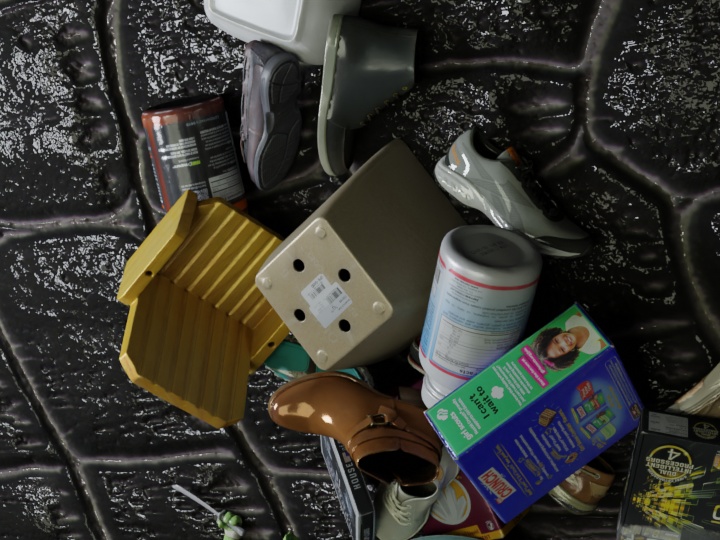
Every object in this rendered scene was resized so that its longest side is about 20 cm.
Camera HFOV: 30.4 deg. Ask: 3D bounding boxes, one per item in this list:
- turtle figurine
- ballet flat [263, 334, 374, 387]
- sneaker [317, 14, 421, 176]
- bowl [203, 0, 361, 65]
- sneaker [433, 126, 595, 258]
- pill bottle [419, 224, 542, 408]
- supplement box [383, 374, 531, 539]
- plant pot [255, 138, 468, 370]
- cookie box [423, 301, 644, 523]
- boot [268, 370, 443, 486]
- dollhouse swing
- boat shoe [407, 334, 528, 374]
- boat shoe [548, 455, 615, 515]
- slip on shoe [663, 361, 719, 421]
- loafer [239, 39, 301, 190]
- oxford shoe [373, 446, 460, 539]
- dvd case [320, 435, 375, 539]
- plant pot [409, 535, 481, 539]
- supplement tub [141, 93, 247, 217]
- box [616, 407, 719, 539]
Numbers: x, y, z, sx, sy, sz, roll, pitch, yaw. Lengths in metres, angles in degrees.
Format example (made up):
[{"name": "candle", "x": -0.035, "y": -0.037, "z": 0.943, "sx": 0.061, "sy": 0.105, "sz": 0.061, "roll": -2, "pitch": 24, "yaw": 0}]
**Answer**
[{"name": "turtle figurine", "x": -0.187, "y": 0.403, "z": 1.810, "sx": 0.193, "sy": 0.144, "sz": 0.201, "roll": -14, "pitch": 104, "yaw": 31}, {"name": "ballet flat", "x": -0.040, "y": 0.120, "z": 1.640, "sx": 0.200, "sy": 0.064, "sz": 0.076, "roll": 23, "pitch": 105, "yaw": 42}, {"name": "sneaker", "x": 0.010, "y": -0.189, "z": 1.510, "sx": 0.106, "sy": 0.075, "sz": 0.201, "roll": 9, "pitch": 128, "yaw": 6}, {"name": "bowl", "x": -0.098, "y": -0.342, "z": 1.520, "sx": 0.199, "sy": 0.075, "sz": 0.201, "roll": 25, "pitch": 121, "yaw": 23}, {"name": "sneaker", "x": 0.173, "y": -0.082, "z": 1.449, "sx": 0.200, "sy": 0.074, "sz": 0.080, "roll": 37, "pitch": 118, "yaw": 15}, {"name": "pill bottle", "x": 0.123, "y": 0.060, "z": 1.425, "sx": 0.108, "sy": 0.109, "sz": 0.201, "roll": 25, "pitch": 124, "yaw": 22}, {"name": "supplement box", "x": 0.107, "y": 0.225, "z": 1.594, "sx": 0.110, "sy": 0.086, "sz": 0.201, "roll": -23, "pitch": 94, "yaw": 36}, {"name": "plant pot", "x": 0.000, "y": 0.000, "z": 1.522, "sx": 0.200, "sy": 0.177, "sz": 0.200, "roll": -41, "pitch": 84, "yaw": 36}, {"name": "cookie box", "x": 0.190, "y": 0.155, "z": 1.413, "sx": 0.200, "sy": 0.171, "sz": 0.075, "roll": -36, "pitch": 49, "yaw": 0}, {"name": "boot", "x": -0.006, "y": 0.183, "z": 1.457, "sx": 0.199, "sy": 0.155, "sz": 0.077, "roll": 9, "pitch": 113, "yaw": -3}, {"name": "dollhouse swing", "x": -0.168, "y": 0.049, "z": 1.573, "sx": 0.200, "sy": 0.176, "sz": 0.182, "roll": 33, "pitch": 111, "yaw": -25}, {"name": "boat shoe", "x": 0.148, "y": 0.097, "z": 1.527, "sx": 0.199, "sy": 0.071, "sz": 0.063, "roll": 10, "pitch": 123, "yaw": 24}, {"name": "boat shoe", "x": 0.210, "y": 0.192, "z": 1.532, "sx": 0.200, "sy": 0.076, "sz": 0.074, "roll": 40, "pitch": 117, "yaw": 5}, {"name": "slip on shoe", "x": 0.373, "y": 0.149, "z": 1.410, "sx": 0.061, "sy": 0.076, "sz": 0.200, "roll": 49, "pitch": 118, "yaw": 16}, {"name": "loafer", "x": -0.112, "y": -0.187, "z": 1.578, "sx": 0.063, "sy": 0.072, "sz": 0.201, "roll": 39, "pitch": 142, "yaw": 26}, {"name": "oxford shoe", "x": 0.053, "y": 0.263, "z": 1.550, "sx": 0.075, "sy": 0.058, "sz": 0.200, "roll": 44, "pitch": 137, "yaw": 12}, {"name": "dvd case", "x": -0.017, "y": 0.254, "z": 1.616, "sx": 0.200, "sy": 0.025, "sz": 0.151, "roll": 92, "pitch": 159, "yaw": -64}, {"name": "plant pot", "x": 0.117, "y": 0.428, "z": 1.583, "sx": 0.199, "sy": 0.135, "sz": 0.201, "roll": 9, "pitch": 139, "yaw": 8}, {"name": "supplement tub", "x": -0.201, "y": -0.112, "z": 1.649, "sx": 0.107, "sy": 0.107, "sz": 0.201, "roll": -2, "pitch": 106, "yaw": 32}, {"name": "box", "x": 0.381, "y": 0.234, "z": 1.399, "sx": 0.199, "sy": 0.049, "sz": 0.162, "roll": 9, "pitch": 125, "yaw": 7}]
